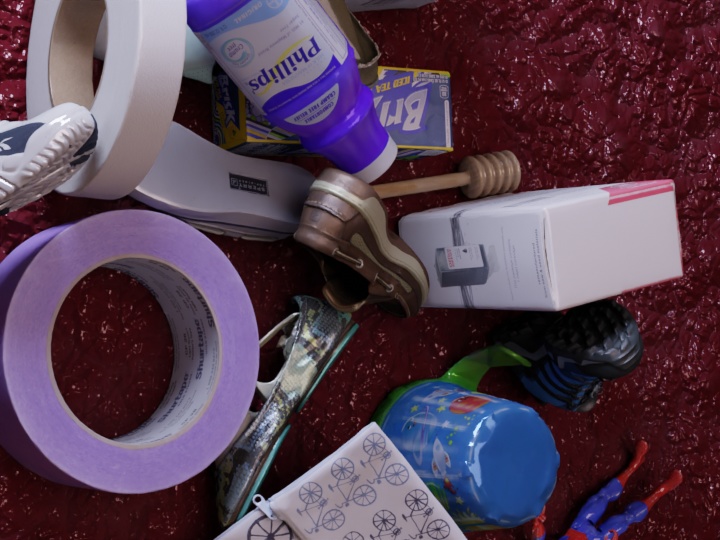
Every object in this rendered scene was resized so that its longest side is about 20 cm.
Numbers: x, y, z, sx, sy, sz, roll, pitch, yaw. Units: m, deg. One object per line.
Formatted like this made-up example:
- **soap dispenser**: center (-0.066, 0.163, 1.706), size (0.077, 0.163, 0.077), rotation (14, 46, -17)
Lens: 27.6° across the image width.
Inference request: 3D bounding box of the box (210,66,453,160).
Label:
- **box**: center (-0.021, -0.130, 1.198), size (0.198, 0.064, 0.071), rotation (-1, 87, -33)

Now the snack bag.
- **snack bag**: center (-0.018, 0.235, 1.125), size (0.199, 0.021, 0.189), rotation (-35, 115, 4)

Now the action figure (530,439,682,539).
- **action figure**: center (0.209, 0.217, 1.297), size (0.065, 0.100, 0.199), rotation (39, 61, 22)

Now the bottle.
- **bottle**: center (-0.046, -0.146, 1.070), size (0.200, 0.083, 0.066), rotation (50, 19, -30)

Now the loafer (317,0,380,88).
- **loafer**: center (-0.053, -0.221, 1.138), size (0.200, 0.070, 0.075), rotation (48, 45, 9)

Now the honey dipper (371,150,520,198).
- **honey dipper**: center (0.048, -0.073, 1.257), size (0.198, 0.038, 0.039), rotation (-10, 91, -28)

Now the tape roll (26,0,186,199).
- **tape roll**: center (-0.181, -0.151, 1.019), size (0.037, 0.202, 0.206), rotation (4, 84, -34)

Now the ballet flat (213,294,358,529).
- **ballet flat**: center (-0.076, 0.105, 1.153), size (0.074, 0.074, 0.201), rotation (42, 64, -22)

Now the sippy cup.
- **sippy cup**: center (0.090, 0.157, 1.205), size (0.138, 0.130, 0.180), rotation (-9, 91, -31)

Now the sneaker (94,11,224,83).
- **sneaker**: center (-0.120, -0.240, 1.117), size (0.117, 0.074, 0.203), rotation (18, 85, 1)

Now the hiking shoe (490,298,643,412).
- **hiking shoe**: center (0.187, 0.076, 1.231), size (0.074, 0.200, 0.087), rotation (-34, 101, -15)

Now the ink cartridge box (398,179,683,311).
- **ink cartridge box**: center (0.145, -0.020, 1.214), size (0.144, 0.199, 0.086), rotation (-12, 98, -32)

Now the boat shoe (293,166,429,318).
- **boat shoe**: center (-0.005, -0.002, 1.159), size (0.075, 0.074, 0.203), rotation (-61, 149, -16)

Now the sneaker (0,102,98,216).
- **sneaker**: center (-0.274, -0.091, 0.979), size (0.131, 0.198, 0.079), rotation (61, 32, 0)

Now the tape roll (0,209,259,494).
- **tape roll**: center (-0.179, 0.060, 1.072), size (0.198, 0.085, 0.203), rotation (3, 84, -31)

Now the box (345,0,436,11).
- **box**: center (0.007, -0.323, 1.212), size (0.123, 0.097, 0.203), rotation (-9, 91, -31)

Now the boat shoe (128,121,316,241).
- **boat shoe**: center (-0.122, -0.063, 1.129), size (0.198, 0.065, 0.073), rotation (9, 64, -37)
